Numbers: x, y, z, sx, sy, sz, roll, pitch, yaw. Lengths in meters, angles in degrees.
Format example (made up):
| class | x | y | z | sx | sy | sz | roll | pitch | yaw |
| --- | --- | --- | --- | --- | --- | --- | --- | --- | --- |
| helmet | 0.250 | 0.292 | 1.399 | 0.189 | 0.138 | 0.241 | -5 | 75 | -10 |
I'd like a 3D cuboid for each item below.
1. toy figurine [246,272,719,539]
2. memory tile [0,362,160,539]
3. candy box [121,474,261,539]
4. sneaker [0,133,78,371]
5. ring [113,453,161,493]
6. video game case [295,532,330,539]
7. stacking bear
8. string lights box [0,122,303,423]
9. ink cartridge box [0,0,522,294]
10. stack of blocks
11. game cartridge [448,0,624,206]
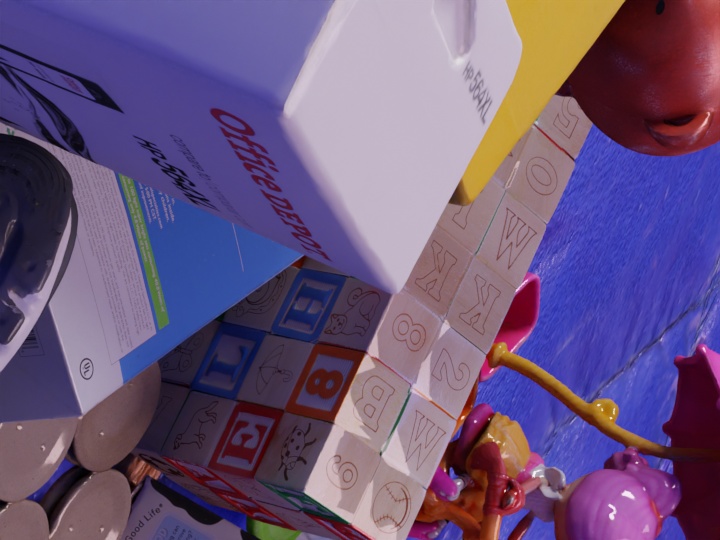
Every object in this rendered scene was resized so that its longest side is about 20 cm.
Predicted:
| class | x | y | z | sx | sy | sz | roll | pitch | yaw |
| --- | --- | --- | --- | --- | --- | --- | --- | --- | --- |
| toy figurine | 0.079 | 0.075 | 1.214 | 0.200 | 0.183 | 0.151 | -52 | 156 | -34 |
| memory tile | -0.135 | 0.062 | 0.999 | 0.200 | 0.017 | 0.154 | -16 | 125 | -56 |
| candy box | -0.013 | 0.168 | 1.187 | 0.061 | 0.199 | 0.136 | -60 | 172 | -12 |
| sneaker | -0.157 | 0.036 | 0.858 | 0.200 | 0.074 | 0.085 | -46 | 176 | 8 |
| ring | -0.101 | 0.034 | 1.106 | 0.201 | 0.019 | 0.201 | -54 | 159 | -33 |
| video game case | 0.002 | 0.035 | 1.274 | 0.183 | 0.022 | 0.200 | -61 | 161 | -13 |
| stacking bear | 0.151 | -0.118 | 1.033 | 0.200 | 0.121 | 0.114 | -40 | 145 | -24 |
| string lights box | -0.076 | -0.033 | 0.968 | 0.200 | 0.059 | 0.103 | -36 | 115 | -56 |
| ink cartridge box | -0.070 | -0.084 | 0.767 | 0.085 | 0.199 | 0.146 | -63 | 160 | -11 |
| stack of blocks | 0.000 | 0.000 | 1.115 | 0.059 | 0.115 | 0.201 | 37 | 72 | -39 |
| game cartridge | 0.052 | -0.150 | 0.901 | 0.200 | 0.032 | 0.177 | -53 | 141 | -29 |
